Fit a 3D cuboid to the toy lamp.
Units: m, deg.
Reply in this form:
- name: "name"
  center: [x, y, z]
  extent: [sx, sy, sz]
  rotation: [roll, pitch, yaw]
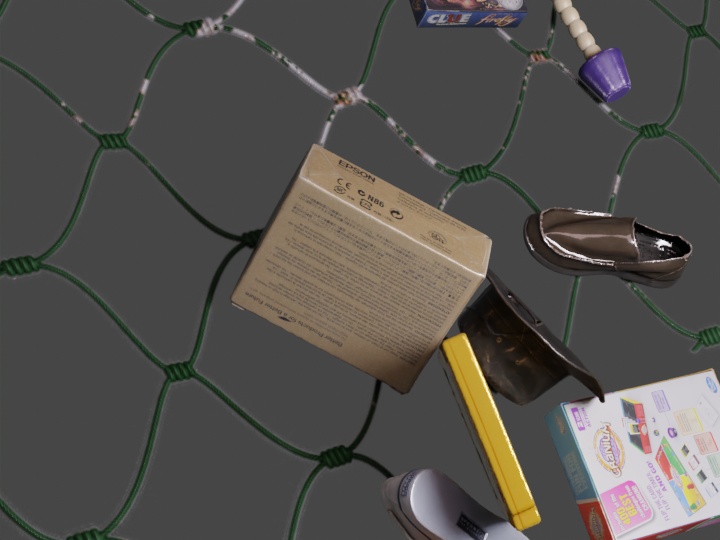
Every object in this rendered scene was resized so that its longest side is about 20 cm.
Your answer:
- name: "toy lamp"
  center: [0.254, -0.289, 1.738]
  extent: [0.058, 0.058, 0.201]
  rotation: [-20, 74, -30]

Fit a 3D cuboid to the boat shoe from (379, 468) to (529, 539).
- name: "boat shoe"
  center: [0.098, 0.254, 1.380]
  extent: [0.200, 0.065, 0.074]
  rotation: [49, 59, -19]

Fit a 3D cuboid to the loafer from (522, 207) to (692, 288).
- name: "loafer"
  center: [0.272, -0.036, 1.602]
  extent: [0.198, 0.071, 0.074]
  rotation: [8, 61, -19]

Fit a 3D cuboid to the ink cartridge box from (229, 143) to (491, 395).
- name: "ink cartridge box"
  center: [0.000, 0.000, 1.411]
  extent: [0.199, 0.165, 0.075]
  rotation: [28, 34, -7]

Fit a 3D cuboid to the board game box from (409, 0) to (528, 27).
- name: "board game box"
  center: [0.106, -0.378, 1.737]
  extent: [0.135, 0.035, 0.201]
  rotation: [-5, 66, -24]

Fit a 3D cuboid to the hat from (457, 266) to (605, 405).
- name: "hat"
  center: [0.152, 0.078, 1.472]
  extent: [0.081, 0.201, 0.201]
  rotation: [-44, 85, 3]

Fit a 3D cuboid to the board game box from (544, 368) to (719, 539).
- name: "board game box"
  center: [0.304, 0.193, 1.513]
  extent: [0.199, 0.040, 0.154]
  rotation: [-9, 67, -26]

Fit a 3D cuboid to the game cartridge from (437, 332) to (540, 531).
- name: "game cartridge"
  center: [0.114, 0.146, 1.357]
  extent: [0.032, 0.200, 0.177]
  rotation: [-22, 84, 2]
